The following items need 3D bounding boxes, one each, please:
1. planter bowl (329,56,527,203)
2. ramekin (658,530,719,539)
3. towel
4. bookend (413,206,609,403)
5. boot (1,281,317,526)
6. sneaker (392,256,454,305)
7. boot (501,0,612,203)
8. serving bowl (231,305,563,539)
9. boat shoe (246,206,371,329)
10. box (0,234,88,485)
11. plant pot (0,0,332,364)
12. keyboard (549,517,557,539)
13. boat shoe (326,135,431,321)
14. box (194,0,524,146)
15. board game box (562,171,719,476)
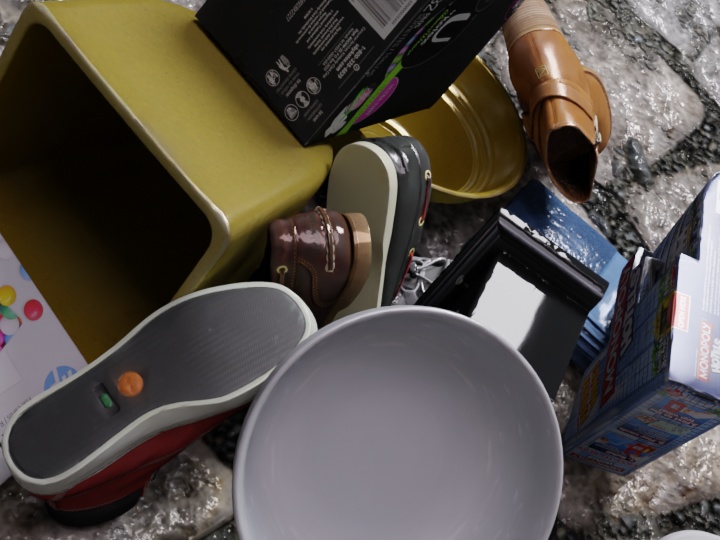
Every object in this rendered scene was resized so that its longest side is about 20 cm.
[{"bbox_3d":[0.032,-0.116,1.122,0.198,0.084,0.202,21,45,-23],"label":"planter bowl"},{"bbox_3d":[0.227,0.286,0.932,0.201,0.094,0.204,27,41,-26],"label":"ramekin"},{"bbox_3d":[0.186,0.016,1.145,0.200,0.049,0.112,43,49,5],"label":"towel"},{"bbox_3d":[0.051,0.099,0.921,0.092,0.199,0.201,34,51,-5],"label":"bookend"},{"bbox_3d":[-0.116,0.087,0.864,0.198,0.145,0.073,-29,69,-10],"label":"boot"},{"bbox_3d":[0.038,0.008,1.051,0.198,0.082,0.076,15,53,-17],"label":"sneaker"},{"bbox_3d":[0.172,-0.115,1.152,0.200,0.073,0.156,46,25,-46],"label":"boot"},{"bbox_3d":[0.018,0.116,0.823,0.197,0.066,0.203,-2,98,-13],"label":"serving bowl"},{"bbox_3d":[-0.053,0.023,0.921,0.069,0.201,0.071,-5,58,-21],"label":"boat shoe"},{"bbox_3d":[-0.268,0.042,0.830,0.156,0.041,0.201,-42,112,-31],"label":"box"},{"bbox_3d":[-0.132,-0.063,0.951,0.196,0.195,0.199,49,38,10],"label":"plant pot"},{"bbox_3d":[0.100,0.182,1.008,0.104,0.039,0.202,37,44,-31],"label":"keyboard"},{"bbox_3d":[0.002,0.001,0.975,0.073,0.204,0.063,30,29,30],"label":"boat shoe"},{"bbox_3d":[0.013,-0.193,0.972,0.125,0.149,0.200,49,29,8],"label":"box"},{"bbox_3d":[0.215,0.055,1.019,0.061,0.201,0.202,20,53,-6],"label":"board game box"}]
